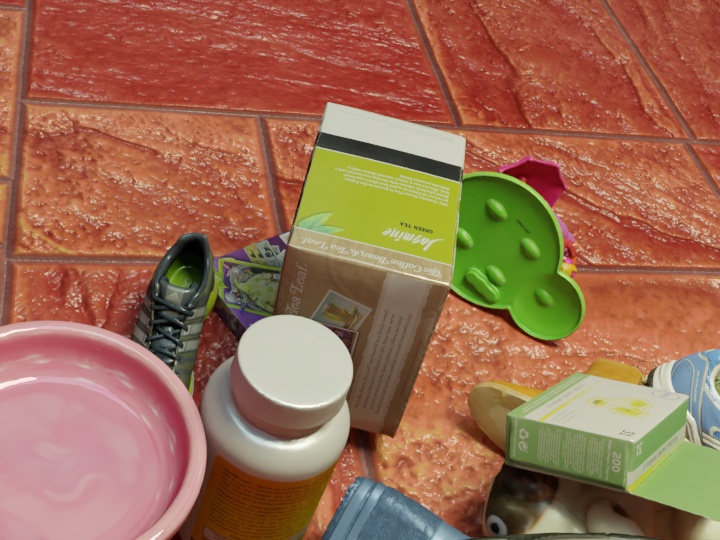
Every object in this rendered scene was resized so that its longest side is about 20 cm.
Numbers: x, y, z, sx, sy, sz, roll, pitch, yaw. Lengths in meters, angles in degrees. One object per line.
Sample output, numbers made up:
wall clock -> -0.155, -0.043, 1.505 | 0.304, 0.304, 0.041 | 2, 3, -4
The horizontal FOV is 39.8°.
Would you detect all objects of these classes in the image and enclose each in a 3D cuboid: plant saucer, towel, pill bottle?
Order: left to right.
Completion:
plant saucer -> -0.205, 0.124, 0.664 | 0.198, 0.051, 0.202 | 14, 42, -13
pill bottle -> -0.072, 0.131, 0.748 | 0.112, 0.201, 0.113 | 12, 42, -11
towel -> 0.056, 0.250, 0.753 | 0.199, 0.049, 0.112 | 29, 79, 17

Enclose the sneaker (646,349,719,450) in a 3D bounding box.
sneaker -> 0.343, 0.165, 0.905 | 0.075, 0.077, 0.201 | -16, 72, -55

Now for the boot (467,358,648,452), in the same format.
boot -> 0.207, 0.129, 0.947 | 0.200, 0.071, 0.144 | 28, 38, 4

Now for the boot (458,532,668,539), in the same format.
boot -> 0.133, 0.259, 0.675 | 0.201, 0.073, 0.155 | -6, 73, 14

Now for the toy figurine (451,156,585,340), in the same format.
toy figurine -> 0.188, -0.046, 1.086 | 0.200, 0.150, 0.184 | 47, 36, 0

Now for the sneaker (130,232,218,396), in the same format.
sneaker -> -0.173, 0.051, 0.880 | 0.073, 0.081, 0.202 | 10, 55, -4

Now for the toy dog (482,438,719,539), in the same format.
toy dog -> 0.198, 0.205, 0.800 | 0.198, 0.140, 0.196 | 4, 60, 1

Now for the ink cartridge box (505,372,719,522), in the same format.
ink cartridge box -> 0.230, 0.133, 0.765 | 0.198, 0.049, 0.145 | 8, 12, 33

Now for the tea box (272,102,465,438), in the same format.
tea box -> 0.000, 0.000, 0.870 | 0.132, 0.201, 0.198 | 14, 45, -2

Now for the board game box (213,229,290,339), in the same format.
board game box -> -0.061, 0.048, 0.968 | 0.119, 0.032, 0.200 | -19, 54, -36
